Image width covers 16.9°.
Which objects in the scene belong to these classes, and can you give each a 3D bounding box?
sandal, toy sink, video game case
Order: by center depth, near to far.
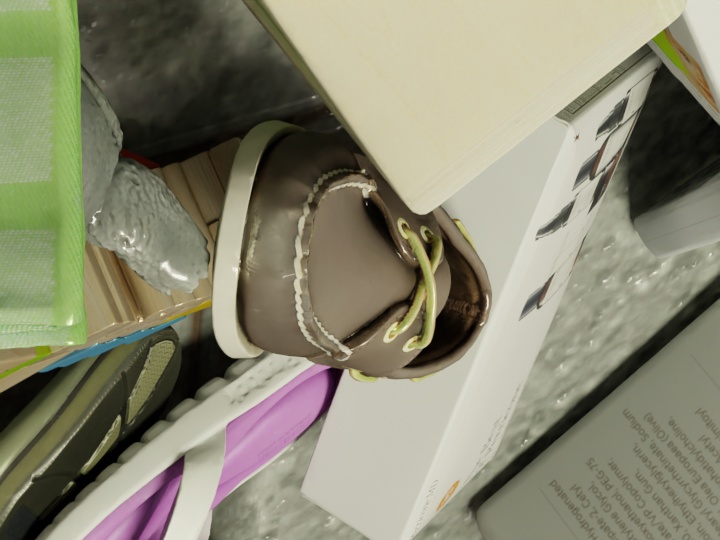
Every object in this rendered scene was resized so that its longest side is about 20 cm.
[{"bbox_3d":[-0.013,-0.130,0.656,0.112,0.131,0.200,-37,144,-1],"label":"toy sink"},{"bbox_3d":[-0.144,0.084,0.835,0.201,0.057,0.080,-47,165,-18],"label":"sandal"},{"bbox_3d":[-0.066,0.093,0.870,0.203,0.050,0.083,-45,160,-16],"label":"sandal"},{"bbox_3d":[0.193,-0.069,0.891,0.182,0.024,0.200,-35,180,-4],"label":"video game case"}]

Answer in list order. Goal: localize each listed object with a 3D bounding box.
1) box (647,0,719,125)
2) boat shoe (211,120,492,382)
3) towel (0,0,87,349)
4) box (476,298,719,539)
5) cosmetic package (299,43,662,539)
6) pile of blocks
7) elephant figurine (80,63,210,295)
[{"bbox_3d":[0.107,-0.149,0.749,0.101,0.113,0.200,-36,145,1],"label":"box"},{"bbox_3d":[0.000,0.000,0.747,0.200,0.059,0.072,34,69,-78],"label":"boat shoe"},{"bbox_3d":[-0.163,-0.051,0.555,0.198,0.150,0.031,-3,-179,4],"label":"towel"},{"bbox_3d":[0.196,0.151,1.067,0.171,0.200,0.199,-41,145,6],"label":"box"},{"bbox_3d":[0.043,0.004,0.884,0.082,0.050,0.201,-36,153,-49],"label":"cosmetic package"},{"bbox_3d":[-0.100,-0.003,0.772,0.082,0.062,0.199,-27,174,41],"label":"pile of blocks"},{"bbox_3d":[-0.174,-0.018,0.628,0.200,0.155,0.142,-40,146,-10],"label":"elephant figurine"}]
